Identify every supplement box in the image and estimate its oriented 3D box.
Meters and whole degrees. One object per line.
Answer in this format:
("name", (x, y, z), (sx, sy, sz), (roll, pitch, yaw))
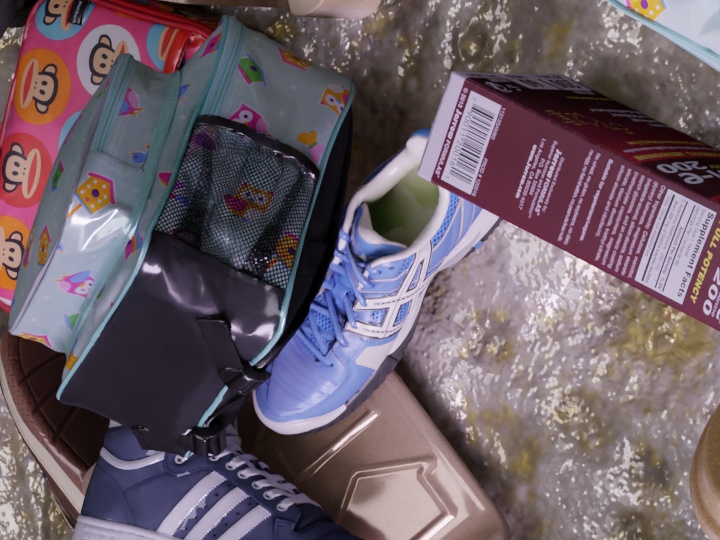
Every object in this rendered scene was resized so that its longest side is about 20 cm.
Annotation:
("supplement box", (0.140, -0.036, 1.473), (0.200, 0.109, 0.061), (29, 108, 30))

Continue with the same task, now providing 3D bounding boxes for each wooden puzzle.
("wooden puzzle", (-0.035, 0.132, 1.623), (0.185, 0.046, 0.200), (-41, 64, 9))

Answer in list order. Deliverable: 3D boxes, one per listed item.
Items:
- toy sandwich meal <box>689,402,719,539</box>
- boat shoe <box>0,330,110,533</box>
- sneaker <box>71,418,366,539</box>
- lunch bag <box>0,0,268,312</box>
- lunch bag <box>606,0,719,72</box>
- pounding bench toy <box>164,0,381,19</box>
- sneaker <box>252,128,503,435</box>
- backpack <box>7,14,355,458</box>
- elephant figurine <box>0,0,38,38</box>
("toy sandwich meal", (0.247, 0.096, 1.381), (0.204, 0.205, 0.070), (-3, 130, 35))
("boat shoe", (-0.157, 0.123, 1.719), (0.203, 0.074, 0.075), (55, 141, 24))
("sneaker", (-0.060, 0.115, 1.575), (0.199, 0.070, 0.109), (7, 80, 28))
("lunch bag", (-0.120, -0.053, 1.680), (0.176, 0.082, 0.201), (18, 102, 29))
("lunch bag", (0.210, -0.163, 1.434), (0.200, 0.077, 0.161), (36, 112, 28))
("pounding bench toy", (-0.069, -0.224, 1.602), (0.199, 0.124, 0.157), (12, 99, 34))
("sneaker", (0.000, 0.000, 1.572), (0.076, 0.077, 0.200), (39, 100, 25))
("backpack", (-0.087, -0.030, 1.524), (0.153, 0.200, 0.176), (29, 143, -1))
("elephant figurine", (-0.230, -0.186, 1.701), (0.141, 0.155, 0.201), (23, 111, 38))
